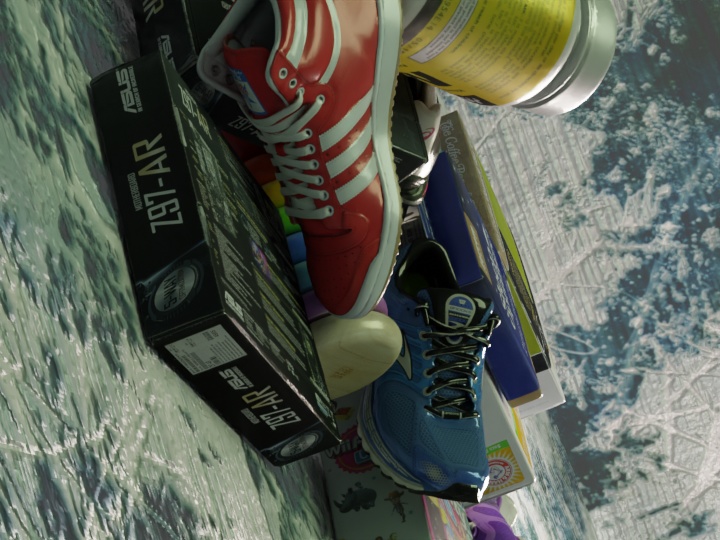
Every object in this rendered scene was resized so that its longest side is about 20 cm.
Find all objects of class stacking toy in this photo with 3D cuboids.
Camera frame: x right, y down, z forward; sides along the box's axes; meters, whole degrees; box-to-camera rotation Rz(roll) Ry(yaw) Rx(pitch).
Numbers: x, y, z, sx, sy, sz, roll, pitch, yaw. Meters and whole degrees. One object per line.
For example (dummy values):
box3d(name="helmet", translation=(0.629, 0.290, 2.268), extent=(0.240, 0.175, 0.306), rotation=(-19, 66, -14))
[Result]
box3d(name="stacking toy", translation=(-0.044, -0.022, 1.248), extent=(0.085, 0.085, 0.201), rotation=(54, 13, -62))

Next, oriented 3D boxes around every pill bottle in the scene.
box3d(name="pill bottle", translation=(0.066, -0.168, 1.255), extent=(0.199, 0.114, 0.115), rotation=(17, 47, -44))

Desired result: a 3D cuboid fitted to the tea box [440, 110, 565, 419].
box3d(name="tea box", translation=(0.074, 0.008, 1.748), extent=(0.201, 0.133, 0.198), rotation=(-102, 169, -50))

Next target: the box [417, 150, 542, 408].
box3d(name="box", translation=(0.082, 0.000, 1.466), extent=(0.200, 0.032, 0.122), rotation=(57, 15, -51))

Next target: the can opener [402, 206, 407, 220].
box3d(name="can opener", translation=(0.000, 0.000, 1.418), extent=(0.053, 0.066, 0.202), rotation=(45, 42, -65))

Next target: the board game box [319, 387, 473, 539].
box3d(name="board game box", translation=(0.029, 0.165, 1.311), extent=(0.148, 0.064, 0.201), rotation=(61, 10, -45))

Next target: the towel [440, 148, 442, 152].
box3d(name="towel", translation=(0.031, -0.162, 1.549), extent=(0.147, 0.022, 0.202), rotation=(-2, 77, -90))

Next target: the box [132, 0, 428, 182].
box3d(name="box", translation=(-0.055, -0.149, 1.239), extent=(0.199, 0.043, 0.161), rotation=(21, 45, -42))

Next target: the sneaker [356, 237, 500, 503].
box3d(name="sneaker", translation=(0.043, 0.057, 1.251), extent=(0.078, 0.089, 0.201), rotation=(11, 41, -26))

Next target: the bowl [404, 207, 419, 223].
box3d(name="bowl", translation=(-0.016, -0.114, 1.550), extent=(0.201, 0.093, 0.202), rotation=(160, -90, -89))

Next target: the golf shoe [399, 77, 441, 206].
box3d(name="golf shoe", translation=(0.018, -0.137, 1.380), extent=(0.088, 0.077, 0.201), rotation=(-61, -146, 40))

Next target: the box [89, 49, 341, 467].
box3d(name="box", translation=(-0.075, -0.001, 1.087), extent=(0.200, 0.043, 0.161), rotation=(55, 17, -62))

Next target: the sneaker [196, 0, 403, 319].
box3d(name="sneaker", translation=(-0.035, -0.071, 1.128), extent=(0.112, 0.071, 0.202), rotation=(-4, 96, -43))

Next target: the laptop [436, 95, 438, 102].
box3d(name="laptop", translation=(0.070, -0.254, 1.574), extent=(0.178, 0.102, 0.201), rotation=(-105, 180, -65))

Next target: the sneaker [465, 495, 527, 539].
box3d(name="sneaker", translation=(0.080, 0.205, 1.597), extent=(0.084, 0.080, 0.200), rotation=(51, 5, -12))

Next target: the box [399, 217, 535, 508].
box3d(name="box", translation=(0.050, 0.077, 1.531), extent=(0.113, 0.101, 0.201), rotation=(-99, 166, -54))
